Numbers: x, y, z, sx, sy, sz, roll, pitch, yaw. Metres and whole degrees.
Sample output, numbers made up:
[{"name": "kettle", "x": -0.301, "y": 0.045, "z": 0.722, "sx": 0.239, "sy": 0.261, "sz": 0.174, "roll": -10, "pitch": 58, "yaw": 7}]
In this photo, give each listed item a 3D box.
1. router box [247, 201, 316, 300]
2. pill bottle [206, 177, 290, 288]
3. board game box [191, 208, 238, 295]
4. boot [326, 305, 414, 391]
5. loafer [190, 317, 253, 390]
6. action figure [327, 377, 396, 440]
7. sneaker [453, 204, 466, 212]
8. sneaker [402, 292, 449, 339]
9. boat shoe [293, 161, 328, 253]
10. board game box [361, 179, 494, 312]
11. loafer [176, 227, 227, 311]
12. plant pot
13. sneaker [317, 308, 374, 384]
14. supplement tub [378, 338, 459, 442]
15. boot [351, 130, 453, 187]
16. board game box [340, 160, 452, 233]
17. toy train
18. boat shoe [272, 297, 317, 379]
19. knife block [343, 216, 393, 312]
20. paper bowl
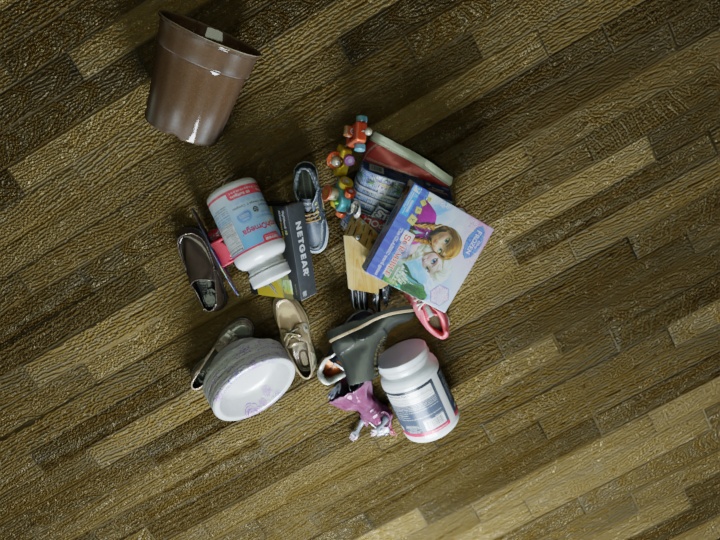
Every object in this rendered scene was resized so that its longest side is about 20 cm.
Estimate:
[{"name": "router box", "x": -0.179, "y": -0.045, "z": 1.298, "sx": 0.156, "sy": 0.052, "sz": 0.202, "roll": 4, "pitch": 109, "yaw": 38}, {"name": "pill bottle", "x": -0.216, "y": -0.072, "z": 1.209, "sx": 0.108, "sy": 0.109, "sz": 0.202, "roll": -26, "pitch": 89, "yaw": 5}, {"name": "board game box", "x": -0.284, "y": -0.048, "z": 1.264, "sx": 0.039, "sy": 0.201, "sz": 0.159, "roll": -28, "pitch": 146, "yaw": -8}, {"name": "boot", "x": 0.041, "y": 0.166, "z": 1.339, "sx": 0.198, "sy": 0.077, "sz": 0.140, "roll": -21, "pitch": 81, "yaw": 3}, {"name": "loafer", "x": -0.316, "y": 0.197, "z": 1.396, "sx": 0.072, "sy": 0.063, "sz": 0.200, "roll": 40, "pitch": 100, "yaw": -11}, {"name": "action figure", "x": 0.019, "y": 0.319, "z": 1.443, "sx": 0.200, "sy": 0.133, "sz": 0.150, "roll": 44, "pitch": 57, "yaw": -25}, {"name": "sneaker", "x": 0.163, "y": -0.051, "z": 1.297, "sx": 0.071, "sy": 0.112, "sz": 0.202, "roll": 26, "pitch": 87, "yaw": -14}, {"name": "sneaker", "x": 0.146, "y": 0.068, "z": 1.366, "sx": 0.073, "sy": 0.087, "sz": 0.201, "roll": -33, "pitch": 104, "yaw": 6}, {"name": "boat shoe", "x": -0.111, "y": -0.127, "z": 1.301, "sx": 0.070, "sy": 0.091, "sz": 0.203, "roll": -8, "pitch": 106, "yaw": 0}, {"name": "board game box", "x": 0.135, "y": -0.045, "z": 1.224, "sx": 0.198, "sy": 0.041, "sz": 0.201, "roll": 26, "pitch": 100, "yaw": -18}, {"name": "loafer", "x": -0.344, "y": 0.002, "z": 1.337, "sx": 0.072, "sy": 0.071, "sz": 0.202, "roll": -20, "pitch": 105, "yaw": 3}, {"name": "plant pot", "x": -0.320, "y": -0.365, "z": 1.186, "sx": 0.199, "sy": 0.201, "sz": 0.200, "roll": 23, "pitch": 111, "yaw": -8}, {"name": "sneaker", "x": -0.027, "y": 0.180, "z": 1.396, "sx": 0.078, "sy": 0.079, "sz": 0.201, "roll": 33, "pitch": 100, "yaw": -9}, {"name": "supplement tub", "x": 0.130, "y": 0.273, "z": 1.394, "sx": 0.139, "sy": 0.140, "sz": 0.202, "roll": -23, "pitch": 105, "yaw": 4}, {"name": "boot", "x": 0.086, "y": -0.188, "z": 1.306, "sx": 0.198, "sy": 0.072, "sz": 0.145, "roll": 26, "pitch": 104, "yaw": -1}, {"name": "board game box", "x": 0.064, "y": -0.106, "z": 1.293, "sx": 0.198, "sy": 0.062, "sz": 0.201, "roll": 15, "pitch": 125, "yaw": -10}, {"name": "toy train", "x": -0.034, "y": -0.208, "z": 1.240, "sx": 0.055, "sy": 0.150, "sz": 0.203, "roll": 6, "pitch": 89, "yaw": -22}, {"name": "boat shoe", "x": -0.145, "y": 0.149, "z": 1.388, "sx": 0.071, "sy": 0.065, "sz": 0.202, "roll": -20, "pitch": 105, "yaw": 3}, {"name": "knife block", "x": 0.000, "y": 0.000, "z": 1.313, "sx": 0.200, "sy": 0.064, "sz": 0.175, "roll": 40, "pitch": 132, "yaw": -20}, {"name": "paper bowl", "x": -0.253, "y": 0.230, "z": 1.358, "sx": 0.199, "sy": 0.105, "sz": 0.202, "roll": -27, "pitch": 144, "yaw": -21}]
